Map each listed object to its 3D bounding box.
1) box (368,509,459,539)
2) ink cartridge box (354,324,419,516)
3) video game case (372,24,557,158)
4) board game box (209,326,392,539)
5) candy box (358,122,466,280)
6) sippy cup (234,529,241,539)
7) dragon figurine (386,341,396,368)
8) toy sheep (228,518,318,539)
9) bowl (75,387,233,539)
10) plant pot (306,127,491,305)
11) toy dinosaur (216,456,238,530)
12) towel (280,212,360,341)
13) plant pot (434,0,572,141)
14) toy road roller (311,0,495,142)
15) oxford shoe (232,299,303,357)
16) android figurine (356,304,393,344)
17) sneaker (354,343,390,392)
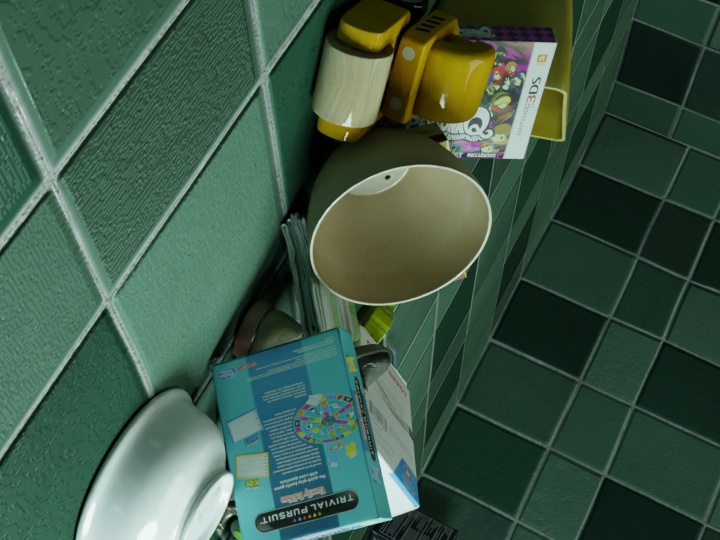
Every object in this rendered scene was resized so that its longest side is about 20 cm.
[{"bbox_3d":[0.132,0.745,3.025,0.200,0.198,0.124,-36,147,-63],"label":"box"},{"bbox_3d":[0.002,0.190,1.405,0.145,0.084,0.200,56,20,-34],"label":"ink cartridge box"},{"bbox_3d":[0.118,-0.211,1.349,0.182,0.199,0.036,100,-14,-46],"label":"video game case"},{"bbox_3d":[-0.064,0.177,1.173,0.047,0.150,0.201,35,40,-68],"label":"board game box"},{"bbox_3d":[0.058,-0.070,1.374,0.055,0.115,0.201,-113,-171,-56],"label":"candy box"},{"bbox_3d":[-0.097,0.269,1.464,0.178,0.130,0.140,-41,154,-60],"label":"sippy cup"},{"bbox_3d":[0.030,0.237,2.050,0.099,0.059,0.201,-39,151,-63],"label":"dragon figurine"},{"bbox_3d":[-0.120,0.367,1.544,0.201,0.137,0.138,-66,167,-1],"label":"toy sheep"},{"bbox_3d":[-0.189,0.226,1.125,0.201,0.090,0.201,-59,165,-25],"label":"bowl"},{"bbox_3d":[0.029,-0.079,1.236,0.135,0.199,0.201,-108,-158,-43],"label":"plant pot"},{"bbox_3d":[-0.120,0.232,1.246,0.077,0.199,0.103,56,41,-35],"label":"toy dinosaur"},{"bbox_3d":[-0.043,0.015,1.316,0.200,0.031,0.150,15,65,-78],"label":"towel"},{"bbox_3d":[0.193,-0.301,1.498,0.200,0.199,0.177,53,51,-75],"label":"plant pot"},{"bbox_3d":[0.052,-0.207,1.176,0.200,0.146,0.123,-47,157,-53],"label":"toy road roller"},{"bbox_3d":[-0.111,0.130,1.290,0.071,0.074,0.201,-49,159,-49],"label":"oxford shoe"},{"bbox_3d":[-0.005,0.091,1.574,0.182,0.041,0.200,-50,-175,13],"label":"android figurine"},{"bbox_3d":[-0.022,0.161,1.273,0.199,0.114,0.076,-28,153,-39],"label":"sneaker"}]
